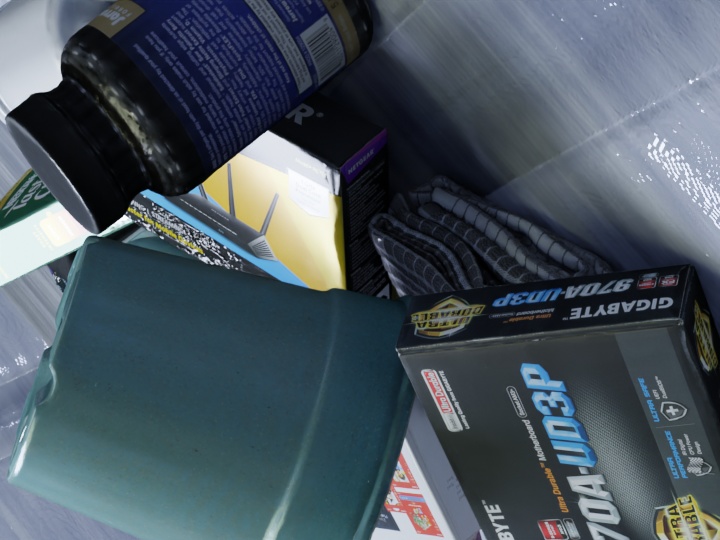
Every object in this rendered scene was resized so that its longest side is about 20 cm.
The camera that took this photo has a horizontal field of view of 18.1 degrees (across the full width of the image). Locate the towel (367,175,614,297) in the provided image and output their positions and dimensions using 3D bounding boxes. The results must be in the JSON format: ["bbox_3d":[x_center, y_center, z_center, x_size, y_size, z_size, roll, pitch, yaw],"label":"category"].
[{"bbox_3d":[0.093,0.045,1.333,0.200,0.085,0.166,33,157,52],"label":"towel"}]

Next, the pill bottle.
[{"bbox_3d":[-0.098,-0.114,1.289,0.112,0.200,0.112,47,166,16],"label":"pill bottle"}]

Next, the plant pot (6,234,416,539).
[{"bbox_3d":[-0.088,0.079,1.296,0.195,0.201,0.200,19,169,-8],"label":"plant pot"}]

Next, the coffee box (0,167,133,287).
[{"bbox_3d":[-0.188,-0.062,1.623,0.199,0.123,0.044,-24,112,35],"label":"coffee box"}]

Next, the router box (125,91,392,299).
[{"bbox_3d":[-0.071,-0.060,1.409,0.199,0.051,0.150,29,141,28],"label":"router box"}]

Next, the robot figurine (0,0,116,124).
[{"bbox_3d":[-0.203,-0.157,1.630,0.113,0.171,0.200,21,158,-31],"label":"robot figurine"}]

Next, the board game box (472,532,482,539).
[{"bbox_3d":[0.026,0.167,1.657,0.120,0.032,0.201,7,125,40],"label":"board game box"}]

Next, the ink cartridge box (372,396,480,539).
[{"bbox_3d":[0.011,0.123,1.531,0.199,0.084,0.176,1,122,51],"label":"ink cartridge box"}]

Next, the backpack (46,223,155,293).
[{"bbox_3d":[-0.129,0.013,1.771,0.151,0.177,0.200,48,171,41],"label":"backpack"}]

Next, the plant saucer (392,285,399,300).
[{"bbox_3d":[0.000,0.000,1.531,0.199,0.031,0.200,28,163,9],"label":"plant saucer"}]

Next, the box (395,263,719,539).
[{"bbox_3d":[0.127,0.090,1.216,0.158,0.046,0.201,-6,130,24],"label":"box"}]

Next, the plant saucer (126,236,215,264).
[{"bbox_3d":[-0.117,0.075,1.516,0.199,0.027,0.201,19,123,31],"label":"plant saucer"}]

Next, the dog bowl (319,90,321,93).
[{"bbox_3d":[-0.072,-0.130,1.486,0.112,0.050,0.200,47,166,16],"label":"dog bowl"}]
